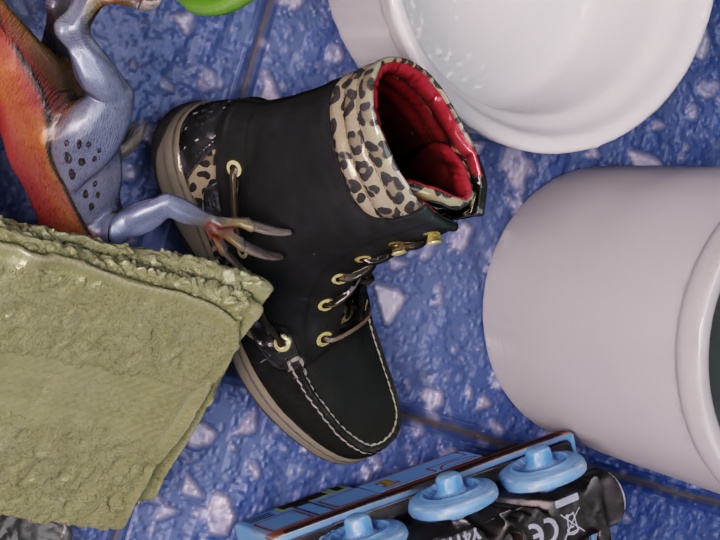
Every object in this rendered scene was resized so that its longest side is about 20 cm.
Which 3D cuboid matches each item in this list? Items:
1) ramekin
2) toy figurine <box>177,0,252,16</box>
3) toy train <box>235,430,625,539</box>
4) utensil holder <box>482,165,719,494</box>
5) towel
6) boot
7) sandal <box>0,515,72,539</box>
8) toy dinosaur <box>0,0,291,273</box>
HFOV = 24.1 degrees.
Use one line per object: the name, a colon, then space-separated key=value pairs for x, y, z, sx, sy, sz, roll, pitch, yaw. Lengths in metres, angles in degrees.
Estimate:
ramekin: x=0.077 y=-0.162 z=0.862 sx=0.198 sy=0.097 sz=0.203 roll=-3 pitch=96 yaw=-27
toy figurine: x=-0.100 y=-0.229 z=0.661 sx=0.183 sy=0.149 sz=0.202 roll=23 pitch=72 yaw=-33
toy train: x=0.037 y=0.140 z=0.860 sx=0.198 sy=0.114 sz=0.088 roll=-17 pitch=100 yaw=-25
utensil holder: x=0.180 y=0.028 z=0.877 sx=0.168 sy=0.199 sz=0.172 roll=-3 pitch=96 yaw=-26
towel: x=-0.145 y=0.044 z=0.721 sx=0.199 sy=0.037 sz=0.149 roll=12 pitch=118 yaw=-40
boot: x=-0.001 y=0.000 z=0.800 sx=0.073 sy=0.153 sz=0.205 roll=-42 pitch=111 yaw=-42
sandal: x=-0.166 y=0.065 z=0.784 sx=0.075 sy=0.048 sz=0.203 roll=-14 pitch=101 yaw=-26
toy dinosaur: x=-0.134 y=-0.045 z=0.741 sx=0.198 sy=0.105 sz=0.183 roll=4 pitch=109 yaw=-37
